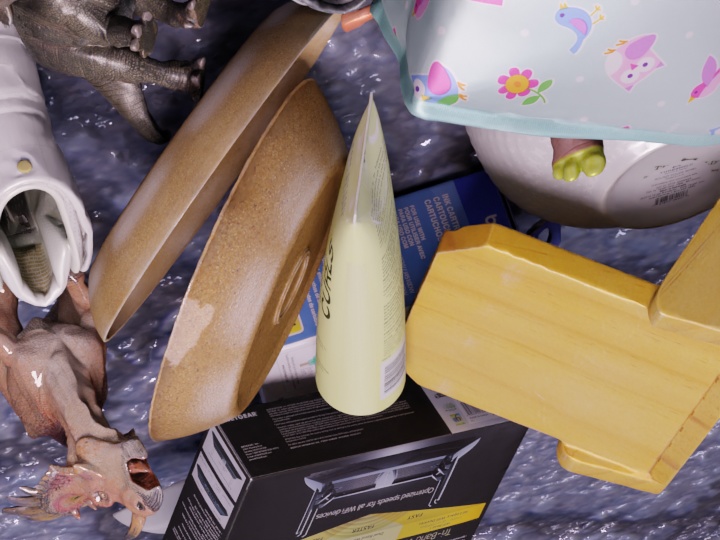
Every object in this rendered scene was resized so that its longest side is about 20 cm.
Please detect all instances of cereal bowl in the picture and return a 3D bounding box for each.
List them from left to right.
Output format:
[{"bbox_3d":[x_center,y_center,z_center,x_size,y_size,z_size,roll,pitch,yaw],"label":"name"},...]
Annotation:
[{"bbox_3d":[0.161,-0.083,1.334,0.199,0.084,0.201,-15,152,-8],"label":"cereal bowl"}]

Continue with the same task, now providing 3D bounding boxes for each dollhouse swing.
[{"bbox_3d":[0.144,0.002,1.354,0.182,0.175,0.200,-53,172,-28],"label":"dollhouse swing"}]

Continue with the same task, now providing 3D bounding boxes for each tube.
[{"bbox_3d":[0.000,0.000,1.276,0.052,0.058,0.201,-29,150,-20],"label":"tube"}]

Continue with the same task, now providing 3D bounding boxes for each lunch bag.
[{"bbox_3d":[0.125,-0.147,1.086,0.198,0.122,0.171,7,124,-19],"label":"lunch bag"}]

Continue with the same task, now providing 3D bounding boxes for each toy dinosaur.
[{"bbox_3d":[-0.159,0.065,1.292,0.085,0.137,0.200,-19,-168,-1],"label":"toy dinosaur"},{"bbox_3d":[-0.123,-0.118,1.112,0.102,0.078,0.200,15,172,17],"label":"toy dinosaur"}]

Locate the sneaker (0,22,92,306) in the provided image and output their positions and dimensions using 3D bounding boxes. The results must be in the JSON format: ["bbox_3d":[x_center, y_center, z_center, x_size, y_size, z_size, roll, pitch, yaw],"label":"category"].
[{"bbox_3d":[-0.177,-0.022,1.196,0.073,0.116,0.200,-14,154,-14],"label":"sneaker"}]

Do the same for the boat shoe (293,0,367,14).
[{"bbox_3d":[-0.050,-0.168,1.059,0.073,0.068,0.199,-25,152,11],"label":"boat shoe"}]

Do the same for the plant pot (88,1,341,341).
[{"bbox_3d":[-0.074,-0.055,1.181,0.201,0.027,0.200,-54,-179,1],"label":"plant pot"}]

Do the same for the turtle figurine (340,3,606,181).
[{"bbox_3d":[0.094,-0.126,1.205,0.199,0.064,0.162,-30,121,-7],"label":"turtle figurine"}]

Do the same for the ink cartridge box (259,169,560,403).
[{"bbox_3d":[0.029,0.019,1.439,0.198,0.077,0.137,-16,154,-2],"label":"ink cartridge box"}]

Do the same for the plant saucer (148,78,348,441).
[{"bbox_3d":[-0.049,0.001,1.253,0.035,0.201,0.201,23,149,6],"label":"plant saucer"}]

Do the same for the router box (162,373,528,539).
[{"bbox_3d":[-0.013,0.136,1.432,0.199,0.052,0.158,-9,139,-34],"label":"router box"}]

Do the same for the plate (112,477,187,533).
[{"bbox_3d":[-0.027,0.125,1.552,0.199,0.033,0.200,-11,170,-39],"label":"plate"}]
